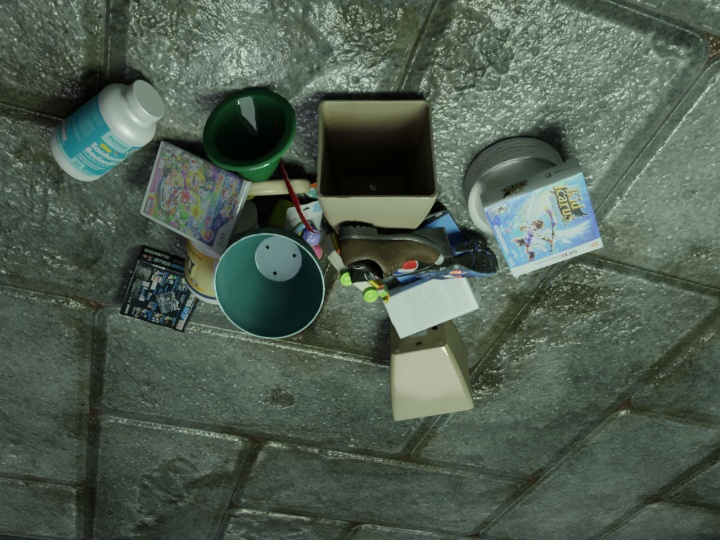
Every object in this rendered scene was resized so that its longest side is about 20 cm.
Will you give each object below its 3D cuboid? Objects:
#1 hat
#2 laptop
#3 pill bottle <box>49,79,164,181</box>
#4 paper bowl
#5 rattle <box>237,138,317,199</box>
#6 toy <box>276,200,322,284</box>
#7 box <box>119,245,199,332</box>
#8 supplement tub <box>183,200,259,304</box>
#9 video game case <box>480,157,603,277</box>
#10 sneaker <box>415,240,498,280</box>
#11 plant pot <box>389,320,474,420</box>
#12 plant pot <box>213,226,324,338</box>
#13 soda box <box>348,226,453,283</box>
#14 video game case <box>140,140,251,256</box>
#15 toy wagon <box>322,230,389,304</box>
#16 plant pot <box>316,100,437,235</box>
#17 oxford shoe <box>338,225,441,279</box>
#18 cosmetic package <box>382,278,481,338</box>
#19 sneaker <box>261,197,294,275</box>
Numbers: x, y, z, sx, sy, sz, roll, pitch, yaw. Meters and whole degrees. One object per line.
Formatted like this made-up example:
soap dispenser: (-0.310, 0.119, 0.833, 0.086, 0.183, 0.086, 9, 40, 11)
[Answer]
hat: (-0.174, -0.186, 1.153, 0.162, 0.204, 0.177, -8, 150, 4)
laptop: (0.113, -0.038, 1.344, 0.185, 0.199, 0.118, -26, 90, 23)
pill bottle: (-0.431, -0.246, 1.120, 0.197, 0.112, 0.111, -26, 131, 24)
paper bowl: (0.303, -0.143, 1.249, 0.195, 0.106, 0.203, -2, 137, -1)
rattle: (-0.151, -0.200, 1.234, 0.195, 0.146, 0.130, -7, 171, -16)
toy: (-0.110, -0.032, 1.303, 0.047, 0.114, 0.204, 27, 118, 26)
box: (-0.444, 0.048, 1.471, 0.156, 0.047, 0.201, 19, 133, -20)
supplement tub: (-0.279, -0.047, 1.305, 0.141, 0.146, 0.202, 9, 135, -11)
video game case: (0.337, -0.091, 1.196, 0.178, 0.046, 0.201, -20, 134, 17)
sneaker: (0.194, -0.016, 1.350, 0.195, 0.077, 0.079, 3, 159, -14)
plant pot: (0.154, 0.211, 1.560, 0.195, 0.202, 0.180, -11, 125, 10)
plant pot: (-0.159, 0.003, 1.202, 0.195, 0.135, 0.205, 0, 114, 1)
soda box: (0.073, -0.030, 1.249, 0.195, 0.072, 0.064, -8, 154, -11)
video game case: (-0.304, -0.133, 1.188, 0.197, 0.018, 0.146, 25, 102, 16)
toy wagon: (0.000, 0.000, 1.352, 0.039, 0.156, 0.199, -42, 124, 16)
plant pot: (0.025, -0.162, 1.156, 0.195, 0.204, 0.178, 0, 151, -1)
oxford shoe: (0.053, -0.022, 1.146, 0.195, 0.086, 0.073, 3, 163, -19)
cosmetic package: (0.160, 0.063, 1.456, 0.197, 0.071, 0.103, -23, 101, 21)
sneaker: (-0.169, -0.044, 1.307, 0.076, 0.090, 0.204, 16, 103, 5)
